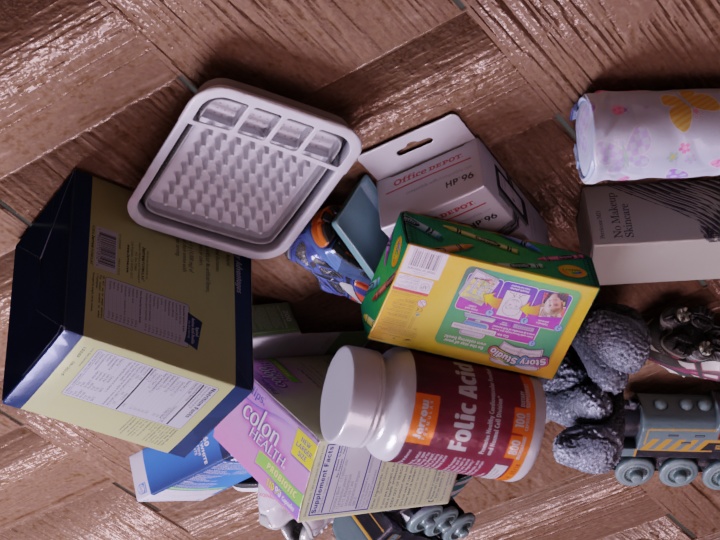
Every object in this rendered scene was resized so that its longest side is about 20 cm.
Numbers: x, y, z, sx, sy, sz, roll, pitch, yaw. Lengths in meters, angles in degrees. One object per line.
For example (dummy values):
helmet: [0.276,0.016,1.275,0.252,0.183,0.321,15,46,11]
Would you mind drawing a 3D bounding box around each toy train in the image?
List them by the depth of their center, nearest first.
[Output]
toy train: [0.050,0.283,1.881,0.114,0.085,0.200,-42,153,9]
toy train: [0.374,0.191,1.948,0.200,0.085,0.114,3,129,-6]

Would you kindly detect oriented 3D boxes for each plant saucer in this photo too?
plant saucer: [0.036,-0.001,1.662,0.019,0.070,0.200,-5,133,40]

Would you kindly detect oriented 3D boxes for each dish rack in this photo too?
dish rack: [-0.112,-0.100,1.571,0.172,0.044,0.200,16,135,-25]

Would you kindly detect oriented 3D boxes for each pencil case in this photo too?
pencil case: [0.298,-0.123,1.551,0.200,0.083,0.091,-3,140,-2]

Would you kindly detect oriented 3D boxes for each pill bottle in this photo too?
pill bottle: [0.070,0.136,1.629,0.200,0.114,0.114,11,139,-18]

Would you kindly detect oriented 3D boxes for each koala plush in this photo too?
koala plush: [0.184,0.094,1.761,0.200,0.184,0.178,11,109,-1]

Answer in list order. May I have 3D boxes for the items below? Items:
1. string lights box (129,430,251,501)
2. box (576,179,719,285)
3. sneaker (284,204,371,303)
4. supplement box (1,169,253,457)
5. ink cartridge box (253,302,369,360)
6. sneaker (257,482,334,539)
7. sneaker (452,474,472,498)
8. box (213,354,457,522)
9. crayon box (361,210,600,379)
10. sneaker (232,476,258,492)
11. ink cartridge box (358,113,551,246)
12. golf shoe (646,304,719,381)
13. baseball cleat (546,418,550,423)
string lights box: [-0.160,0.207,1.902,0.200,0.059,0.103,-29,156,37]
box: [0.321,-0.040,1.661,0.200,0.082,0.068,-4,142,-2]
sneaker: [0.000,0.000,1.701,0.078,0.075,0.200,-15,139,37]
supplement box: [-0.222,0.044,1.620,0.200,0.200,0.134,21,135,-28]
ink cartridge box: [-0.101,0.092,1.817,0.200,0.048,0.146,-5,148,-36]
sneaker: [-0.053,0.258,1.854,0.078,0.099,0.200,8,176,40]
sneaker: [0.101,0.235,2.006,0.200,0.070,0.093,-51,170,19]
box: [-0.020,0.171,1.755,0.200,0.176,0.097,0,115,-38]
crayon box: [0.114,0.026,1.604,0.200,0.058,0.119,13,124,-15]
sneaker: [-0.048,0.250,1.993,0.200,0.084,0.121,-14,131,10]
ink cartridge box: [0.094,-0.054,1.631,0.116,0.068,0.200,-23,137,21]
golf shoe: [0.394,0.088,1.849,0.200,0.077,0.088,20,156,-23]
baseball cleat: [0.137,0.119,1.868,0.200,0.070,0.107,6,127,-20]
